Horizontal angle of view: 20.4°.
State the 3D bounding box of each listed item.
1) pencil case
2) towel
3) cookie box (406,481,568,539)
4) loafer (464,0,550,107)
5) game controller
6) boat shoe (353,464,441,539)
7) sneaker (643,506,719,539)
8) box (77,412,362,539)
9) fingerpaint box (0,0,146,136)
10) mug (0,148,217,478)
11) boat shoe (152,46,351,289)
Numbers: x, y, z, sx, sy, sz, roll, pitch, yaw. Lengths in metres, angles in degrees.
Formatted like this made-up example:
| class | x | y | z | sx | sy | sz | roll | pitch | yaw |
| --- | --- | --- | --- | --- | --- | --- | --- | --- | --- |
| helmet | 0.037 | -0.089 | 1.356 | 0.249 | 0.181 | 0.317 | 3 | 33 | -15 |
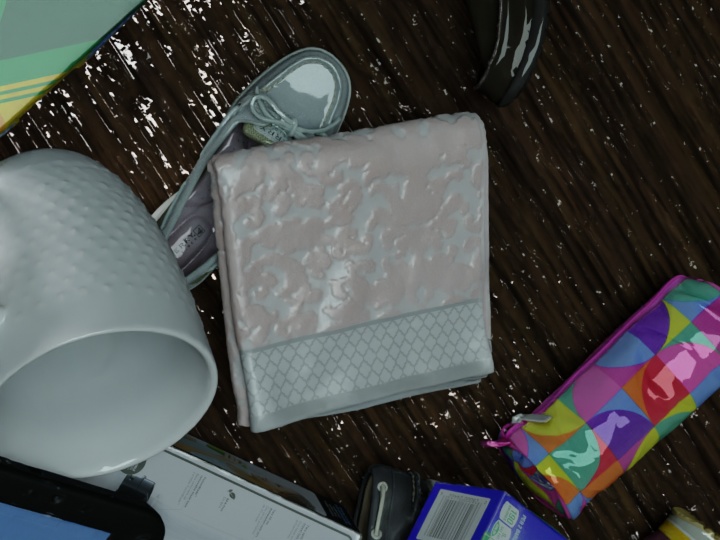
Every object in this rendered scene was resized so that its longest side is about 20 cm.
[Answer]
| class | x | y | z | sx | sy | sz | roll | pitch | yaw |
| --- | --- | --- | --- | --- | --- | --- | --- | --- | --- |
| pencil case | 0.185 | 0.087 | 1.403 | 0.200 | 0.088 | 0.088 | -40 | 101 | -9 |
| towel | 0.000 | 0.000 | 1.345 | 0.200 | 0.032 | 0.191 | -11 | 105 | -26 |
| cookie box | 0.099 | 0.263 | 1.338 | 0.200 | 0.075 | 0.171 | 40 | 69 | -33 |
| loafer | 0.090 | -0.211 | 1.371 | 0.071 | 0.073 | 0.200 | 5 | 85 | -8 |
| game controller | -0.213 | 0.166 | 1.222 | 0.200 | 0.042 | 0.104 | 25 | 101 | -44 |
| boat shoe | 0.003 | 0.232 | 1.375 | 0.060 | 0.074 | 0.200 | 20 | 86 | -14 |
| sneaker | 0.273 | 0.261 | 1.446 | 0.200 | 0.075 | 0.090 | 41 | 93 | -6 |
| box | -0.114 | 0.177 | 1.338 | 0.200 | 0.060 | 0.117 | 26 | 96 | -16 |
| fingerpaint box | -0.216 | -0.137 | 1.232 | 0.167 | 0.200 | 0.073 | -43 | 102 | -8 |
| mug | -0.199 | 0.009 | 1.225 | 0.148 | 0.175 | 0.200 | -42 | 140 | 24 |
| boat shoe | -0.076 | -0.064 | 1.339 | 0.074 | 0.065 | 0.202 | 44 | 84 | -12 |
